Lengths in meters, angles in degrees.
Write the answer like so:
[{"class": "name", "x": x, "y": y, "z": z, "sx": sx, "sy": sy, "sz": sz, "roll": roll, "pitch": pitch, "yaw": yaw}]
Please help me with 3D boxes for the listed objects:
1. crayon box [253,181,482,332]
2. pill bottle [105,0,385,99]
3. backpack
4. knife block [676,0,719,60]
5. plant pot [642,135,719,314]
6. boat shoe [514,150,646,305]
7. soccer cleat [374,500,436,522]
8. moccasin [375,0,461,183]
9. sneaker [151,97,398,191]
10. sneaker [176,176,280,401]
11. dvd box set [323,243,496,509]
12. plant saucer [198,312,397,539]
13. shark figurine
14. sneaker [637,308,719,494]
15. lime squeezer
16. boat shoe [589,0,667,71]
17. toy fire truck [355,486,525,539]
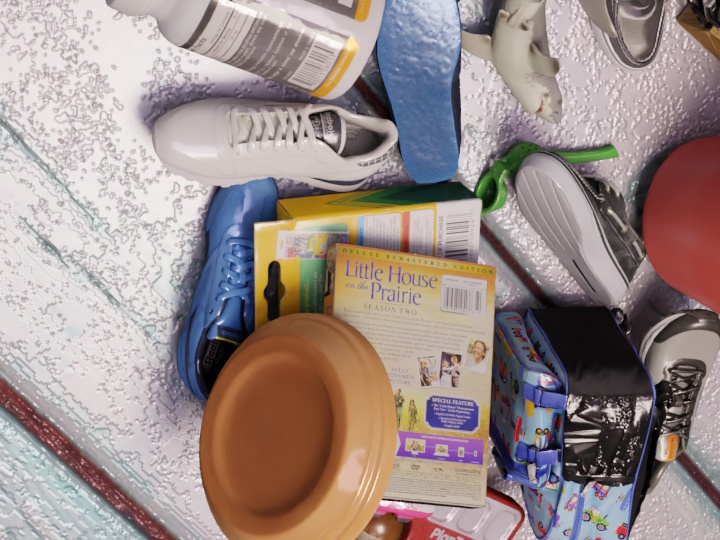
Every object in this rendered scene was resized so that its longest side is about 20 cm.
[{"class": "crayon box", "x": 0.000, "y": 0.000, "z": 1.436, "sx": 0.198, "sy": 0.052, "sz": 0.127, "roll": -6, "pitch": 113, "yaw": -18}, {"class": "pill bottle", "x": -0.090, "y": -0.216, "z": 1.326, "sx": 0.199, "sy": 0.116, "sz": 0.117, "roll": 18, "pitch": 102, "yaw": -21}, {"class": "backpack", "x": 0.182, "y": 0.150, "z": 1.500, "sx": 0.133, "sy": 0.183, "sz": 0.202, "roll": 1, "pitch": 115, "yaw": -9}, {"class": "knife block", "x": 0.352, "y": -0.191, "z": 1.434, "sx": 0.200, "sy": 0.176, "sz": 0.064, "roll": 38, "pitch": 96, "yaw": -24}, {"class": "plant pot", "x": 0.352, "y": -0.035, "z": 1.469, "sx": 0.199, "sy": 0.177, "sz": 0.202, "roll": -6, "pitch": 102, "yaw": -30}, {"class": "boat shoe", "x": 0.193, "y": -0.051, "z": 1.482, "sx": 0.071, "sy": 0.072, "sz": 0.200, "roll": -53, "pitch": 141, "yaw": -14}, {"class": "soccer cleat", "x": -0.023, "y": 0.141, "z": 1.409, "sx": 0.199, "sy": 0.070, "sz": 0.087, "roll": 20, "pitch": 93, "yaw": 6}, {"class": "moccasin", "x": 0.044, "y": -0.168, "z": 1.395, "sx": 0.080, "sy": 0.068, "sz": 0.201, "roll": -1, "pitch": 125, "yaw": -1}, {"class": "sneaker", "x": -0.068, "y": -0.110, "z": 1.375, "sx": 0.198, "sy": 0.080, "sz": 0.077, "roll": 0, "pitch": 81, "yaw": -22}, {"class": "sneaker", "x": -0.103, "y": 0.014, "z": 1.420, "sx": 0.065, "sy": 0.078, "sz": 0.202, "roll": 12, "pitch": 103, "yaw": -18}, {"class": "dvd box set", "x": 0.036, "y": 0.086, "z": 1.379, "sx": 0.145, "sy": 0.029, "sz": 0.202, "roll": 7, "pitch": 78, "yaw": -21}, {"class": "plant saucer", "x": -0.059, "y": 0.130, "z": 1.333, "sx": 0.037, "sy": 0.200, "sz": 0.201, "roll": 16, "pitch": 104, "yaw": -48}, {"class": "shark figurine", "x": 0.152, "y": -0.219, "z": 1.396, "sx": 0.128, "sy": 0.215, "sz": 0.090, "roll": 36, "pitch": 65, "yaw": 4}, {"class": "sneaker", "x": 0.280, "y": 0.119, "z": 1.541, "sx": 0.073, "sy": 0.080, "sz": 0.201, "roll": 6, "pitch": 126, "yaw": -18}, {"class": "lime squeezer", "x": 0.131, "y": -0.070, "z": 1.492, "sx": 0.199, "sy": 0.038, "sz": 0.071, "roll": -37, "pitch": 146, "yaw": -3}, {"class": "boat shoe", "x": 0.235, "y": -0.263, "z": 1.434, "sx": 0.069, "sy": 0.066, "sz": 0.202, "roll": -6, "pitch": 109, "yaw": -14}, {"class": "toy fire truck", "x": 0.035, "y": 0.240, "z": 1.502, "sx": 0.199, "sy": 0.112, "sz": 0.169, "roll": 29, "pitch": 98, "yaw": -35}]
